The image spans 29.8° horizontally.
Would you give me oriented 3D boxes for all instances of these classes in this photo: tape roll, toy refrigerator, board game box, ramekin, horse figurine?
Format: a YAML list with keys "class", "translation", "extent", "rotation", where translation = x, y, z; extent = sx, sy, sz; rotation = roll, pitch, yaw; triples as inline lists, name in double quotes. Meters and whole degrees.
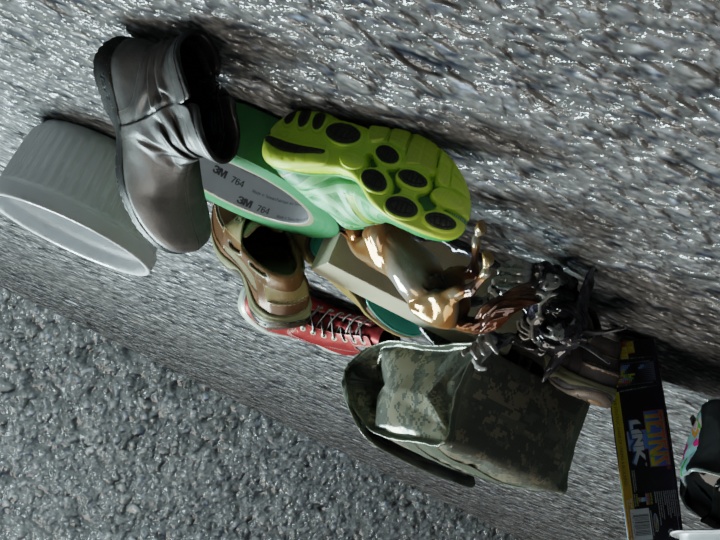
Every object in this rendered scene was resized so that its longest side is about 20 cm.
- class: "tape roll"
  translation: [-0.102, -0.095, 1.244]
  extent: [0.199, 0.048, 0.201]
  rotation: [23, 167, 6]
- class: "toy refrigerator"
  translation: [0.059, 0.007, 1.309]
  extent: [0.199, 0.076, 0.070]
  rotation: [26, 167, -13]
- class: "board game box"
  translation: [0.284, 0.188, 1.354]
  extent: [0.056, 0.201, 0.165]
  rotation: [-8, 160, 12]
- class: "ramekin"
  translation: [-0.304, -0.084, 1.515]
  extent: [0.199, 0.106, 0.200]
  rotation: [22, 166, 6]
- class: "horse figurine"
  translation: [0.056, -0.010, 1.145]
  extent: [0.200, 0.050, 0.133]
  rotation: [43, 138, 21]

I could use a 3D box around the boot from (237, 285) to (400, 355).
- class: "boot"
  translation: [-0.047, 0.062, 1.732]
  extent: [0.199, 0.073, 0.144]
  rotation: [23, 169, -34]

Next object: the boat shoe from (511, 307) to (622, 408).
- class: "boat shoe"
  translation: [0.200, 0.064, 1.302]
  extent: [0.074, 0.074, 0.200]
  rotation: [21, -170, -25]

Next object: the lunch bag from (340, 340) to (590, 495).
- class: "lunch bag"
  translation: [0.091, 0.143, 1.331]
  extent: [0.163, 0.118, 0.199]
  rotation: [28, 164, -32]

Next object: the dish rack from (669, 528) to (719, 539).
- class: "dish rack"
  translation: [0.391, 0.259, 1.190]
  extent: [0.171, 0.044, 0.199]
  rotation: [21, 158, -38]

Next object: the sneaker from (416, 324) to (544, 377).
- class: "sneaker"
  translation: [0.134, 0.095, 1.417]
  extent: [0.199, 0.074, 0.089]
  rotation: [32, 154, -3]

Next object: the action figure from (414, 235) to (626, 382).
- class: "action figure"
  translation: [0.128, 0.030, 1.193]
  extent: [0.199, 0.120, 0.102]
  rotation: [27, -154, 19]

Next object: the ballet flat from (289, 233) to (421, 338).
- class: "ballet flat"
  translation: [0.000, 0.000, 1.431]
  extent: [0.200, 0.069, 0.063]
  rotation: [43, 170, -34]

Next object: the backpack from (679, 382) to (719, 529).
- class: "backpack"
  translation: [0.388, 0.186, 1.261]
  extent: [0.176, 0.151, 0.200]
  rotation: [15, 156, 17]

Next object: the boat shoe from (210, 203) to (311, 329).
- class: "boat shoe"
  translation: [-0.097, -0.025, 1.367]
  extent: [0.200, 0.075, 0.074]
  rotation: [-126, 31, -45]

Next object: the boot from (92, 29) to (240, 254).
- class: "boot"
  translation: [-0.144, -0.095, 1.096]
  extent: [0.131, 0.070, 0.201]
  rotation: [12, 130, 47]

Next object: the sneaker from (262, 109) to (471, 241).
- class: "sneaker"
  translation: [0.012, -0.072, 1.085]
  extent: [0.199, 0.074, 0.084]
  rotation: [26, 163, 34]
